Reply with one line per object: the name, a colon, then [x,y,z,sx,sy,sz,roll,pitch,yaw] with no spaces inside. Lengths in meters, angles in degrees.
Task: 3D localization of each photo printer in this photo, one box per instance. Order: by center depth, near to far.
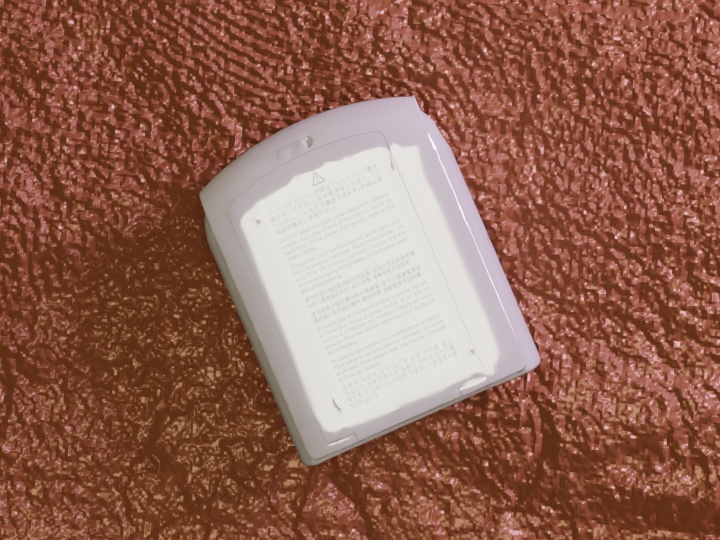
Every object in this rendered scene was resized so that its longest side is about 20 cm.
photo printer: [0.000,0.000,1.573,0.165,0.069,0.201,-24,91,3]
